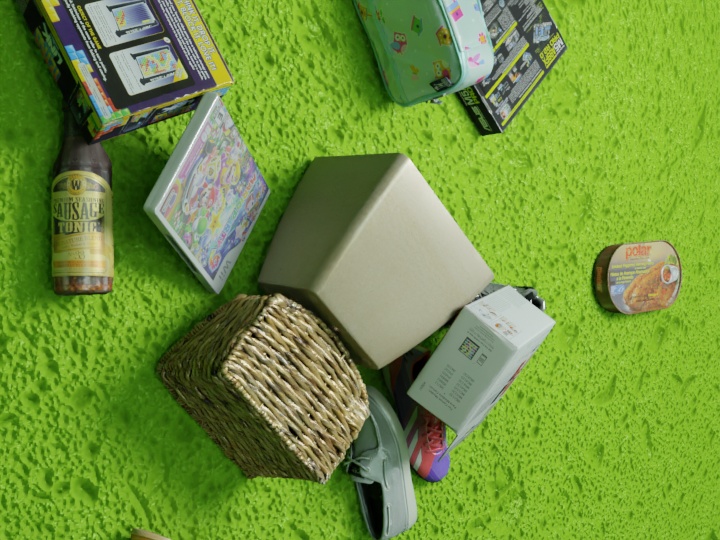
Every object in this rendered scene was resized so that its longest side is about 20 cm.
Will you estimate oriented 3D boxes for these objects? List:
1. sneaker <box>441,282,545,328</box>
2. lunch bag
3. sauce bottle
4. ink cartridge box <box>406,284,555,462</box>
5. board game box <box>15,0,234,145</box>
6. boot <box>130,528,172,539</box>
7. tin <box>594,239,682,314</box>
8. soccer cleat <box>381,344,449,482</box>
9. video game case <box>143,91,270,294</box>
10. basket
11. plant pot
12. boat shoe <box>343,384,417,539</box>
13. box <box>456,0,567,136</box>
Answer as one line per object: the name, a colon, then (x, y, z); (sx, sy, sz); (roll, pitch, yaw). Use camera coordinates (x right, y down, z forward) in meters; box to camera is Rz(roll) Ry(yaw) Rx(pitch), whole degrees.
sneaker: (0.175, 0.041, 1.384); (0.197, 0.115, 0.077); (-1, 90, -38)
lunch bag: (0.074, -0.308, 1.281); (0.076, 0.159, 0.203); (-25, 99, -40)
sauce bottle: (-0.287, -0.076, 1.050); (0.065, 0.066, 0.204); (-1, 86, -38)
ink cartridge box: (0.141, 0.122, 1.263); (0.177, 0.083, 0.199); (-58, 164, 18)
board game box: (-0.247, -0.249, 1.051); (0.164, 0.057, 0.203); (-25, 86, -37)
boot: (-0.204, 0.384, 1.110); (0.201, 0.070, 0.145); (46, 61, -34)
tin: (0.450, 0.009, 1.653); (0.197, 0.042, 0.114); (-4, 96, -38)
soccer cleat: (0.085, 0.190, 1.339); (0.068, 0.073, 0.203); (-25, 105, -35)
video game case: (-0.160, -0.078, 1.110); (0.145, 0.018, 0.201); (-65, 160, -19)
basket: (-0.104, 0.126, 1.153); (0.201, 0.148, 0.144); (51, 55, -24)
plant pot: (0.000, 0.000, 1.202); (0.178, 0.198, 0.201); (-51, 119, -20)
boat shoe: (0.018, 0.249, 1.288); (0.071, 0.069, 0.204); (-25, 108, -39)
box: (0.198, -0.318, 1.449); (0.201, 0.044, 0.161); (-51, 120, -26)
